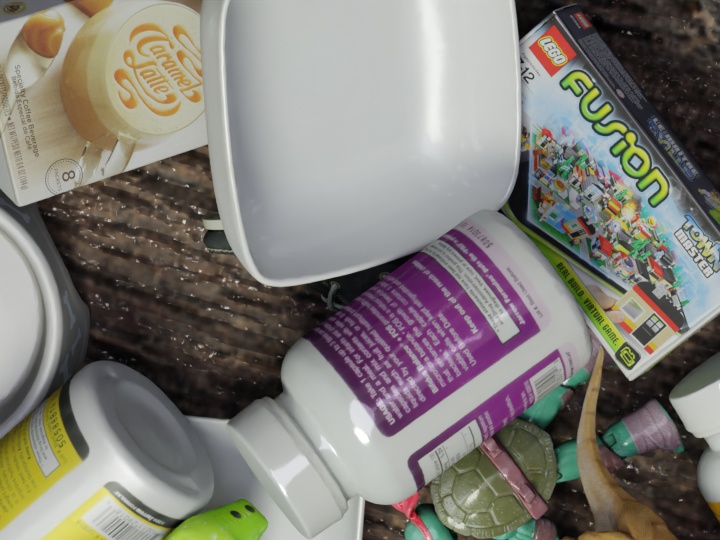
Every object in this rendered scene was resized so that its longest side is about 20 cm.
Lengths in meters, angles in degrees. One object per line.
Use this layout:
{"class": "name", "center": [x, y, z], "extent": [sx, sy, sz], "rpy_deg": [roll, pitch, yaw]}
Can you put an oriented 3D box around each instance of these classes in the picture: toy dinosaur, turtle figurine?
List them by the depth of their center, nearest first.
{"class": "toy dinosaur", "center": [0.152, 0.151, 1.529], "extent": [0.106, 0.061, 0.200], "rpy_deg": [-26, 57, -20]}
{"class": "turtle figurine", "center": [0.089, 0.124, 1.604], "extent": [0.200, 0.101, 0.150], "rpy_deg": [-35, 95, -3]}

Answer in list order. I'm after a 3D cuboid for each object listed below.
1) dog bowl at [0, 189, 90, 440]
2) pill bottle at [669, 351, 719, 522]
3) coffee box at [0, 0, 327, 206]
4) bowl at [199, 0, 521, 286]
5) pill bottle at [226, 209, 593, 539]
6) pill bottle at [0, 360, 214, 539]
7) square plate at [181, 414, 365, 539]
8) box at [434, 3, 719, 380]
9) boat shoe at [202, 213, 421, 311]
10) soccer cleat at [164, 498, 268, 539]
{"class": "dog bowl", "center": [-0.266, 0.031, 1.609], "extent": [0.199, 0.059, 0.201], "rpy_deg": [0, 95, -1]}
{"class": "pill bottle", "center": [0.274, 0.138, 1.595], "extent": [0.113, 0.113, 0.200], "rpy_deg": [-32, 94, 3]}
{"class": "coffee box", "center": [-0.131, -0.129, 1.537], "extent": [0.199, 0.080, 0.115], "rpy_deg": [-20, 118, -19]}
{"class": "bowl", "center": [-0.007, -0.106, 1.519], "extent": [0.199, 0.075, 0.201], "rpy_deg": [-18, 116, -27]}
{"class": "pill bottle", "center": [0.026, 0.063, 1.517], "extent": [0.200, 0.112, 0.112], "rpy_deg": [-35, 95, -9]}
{"class": "pill bottle", "center": [-0.193, 0.154, 1.575], "extent": [0.200, 0.111, 0.111], "rpy_deg": [-40, 95, 17]}
{"class": "square plate", "center": [-0.089, 0.186, 1.616], "extent": [0.197, 0.028, 0.201], "rpy_deg": [4, 96, 19]}
{"class": "box", "center": [0.144, -0.047, 1.573], "extent": [0.110, 0.035, 0.200], "rpy_deg": [-42, 81, 32]}
{"class": "boat shoe", "center": [0.000, 0.000, 1.601], "extent": [0.199, 0.072, 0.068], "rpy_deg": [10, 95, -4]}
{"class": "soccer cleat", "center": [-0.106, 0.221, 1.578], "extent": [0.067, 0.081, 0.200], "rpy_deg": [39, 127, 19]}
